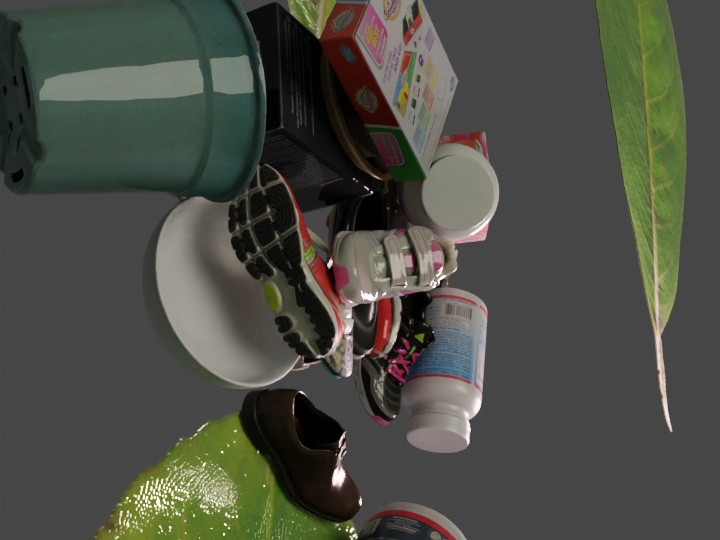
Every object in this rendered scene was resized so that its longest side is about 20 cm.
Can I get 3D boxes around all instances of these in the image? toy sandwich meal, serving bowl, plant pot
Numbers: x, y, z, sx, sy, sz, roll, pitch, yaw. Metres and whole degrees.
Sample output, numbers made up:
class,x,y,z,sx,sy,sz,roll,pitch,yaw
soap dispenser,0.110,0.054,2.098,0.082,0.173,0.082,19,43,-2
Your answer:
class,x,y,z,sx,sy,sz,roll,pitch,yaw
toy sandwich meal,0.022,-0.205,1.108,0.205,0.070,0.208,38,46,-53
serving bowl,-0.143,0.025,0.983,0.199,0.065,0.202,26,54,-41
plant pot,-0.214,-0.150,0.858,0.194,0.199,0.203,-10,86,-36

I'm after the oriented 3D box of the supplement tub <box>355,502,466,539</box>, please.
class,x,y,z,sx,sy,sz,roll,pitch,yaw
supplement tub,0.033,0.370,1.083,0.141,0.139,0.200,62,36,-19

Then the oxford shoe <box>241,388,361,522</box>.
class,x,y,z,sx,sy,sz,roll,pitch,yaw
oxford shoe,-0.046,0.208,1.081,0.201,0.084,0.073,55,37,-30

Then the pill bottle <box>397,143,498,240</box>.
class,x,y,z,sx,sy,sz,roll,pitch,yaw
pill bottle,0.103,-0.093,1.162,0.200,0.111,0.114,-112,-177,-84

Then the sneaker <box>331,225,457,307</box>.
class,x,y,z,sx,sy,sz,roll,pitch,yaw
sneaker,0.039,-0.013,1.053,0.199,0.087,0.082,-19,99,-58

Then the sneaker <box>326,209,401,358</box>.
class,x,y,z,sx,sy,sz,roll,pitch,yaw
sneaker,-0.008,0.013,1.219,0.084,0.077,0.202,12,58,-41

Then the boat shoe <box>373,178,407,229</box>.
class,x,y,z,sx,sy,sz,roll,pitch,yaw
boat shoe,0.040,-0.116,1.334,0.071,0.060,0.204,6,74,-58

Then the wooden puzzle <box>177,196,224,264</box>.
class,x,y,z,sx,sy,sz,roll,pitch,yaw
wooden puzzle,-0.160,-0.127,1.087,0.185,0.037,0.202,-49,123,-52

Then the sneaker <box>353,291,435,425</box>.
class,x,y,z,sx,sy,sz,roll,pitch,yaw
sneaker,0.050,0.097,1.258,0.074,0.087,0.202,41,47,-40

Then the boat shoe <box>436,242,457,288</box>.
class,x,y,z,sx,sy,sz,roll,pitch,yaw
boat shoe,0.086,-0.011,1.290,0.200,0.071,0.060,24,79,-76

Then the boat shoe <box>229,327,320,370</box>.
class,x,y,z,sx,sy,sz,roll,pitch,yaw
boat shoe,-0.083,0.077,1.094,0.200,0.060,0.073,-7,84,-56

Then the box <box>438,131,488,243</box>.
class,x,y,z,sx,sy,sz,roll,pitch,yaw
box,0.130,-0.109,1.371,0.200,0.094,0.101,74,11,-76

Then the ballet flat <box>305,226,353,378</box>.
class,x,y,z,sx,sy,sz,roll,pitch,yaw
ballet flat,-0.048,0.018,1.076,0.072,0.072,0.202,-8,65,-56

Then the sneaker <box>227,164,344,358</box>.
class,x,y,z,sx,sy,sz,roll,pitch,yaw
sneaker,-0.072,-0.009,0.993,0.085,0.076,0.202,-33,104,-72

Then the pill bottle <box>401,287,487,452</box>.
class,x,y,z,sx,sy,sz,roll,pitch,yaw
pill bottle,0.111,0.134,1.315,0.109,0.108,0.202,40,48,-41

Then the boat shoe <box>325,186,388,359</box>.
class,x,y,z,sx,sy,sz,roll,pitch,yaw
boat shoe,0.000,0.000,1.137,0.071,0.067,0.203,18,65,-38

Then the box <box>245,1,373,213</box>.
class,x,y,z,sx,sy,sz,roll,pitch,yaw
box,-0.079,-0.173,1.091,0.200,0.106,0.150,29,52,-56

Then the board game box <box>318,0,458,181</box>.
class,x,y,z,sx,sy,sz,roll,pitch,yaw
board game box,0.036,-0.218,1.032,0.201,0.040,0.154,57,42,-43
